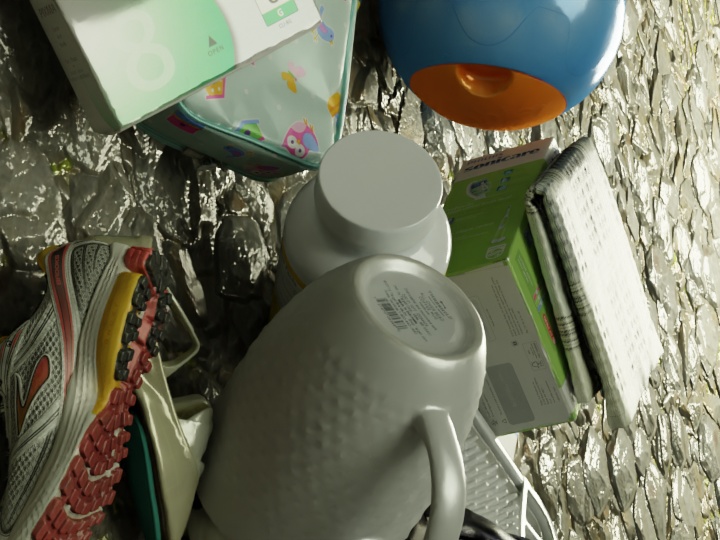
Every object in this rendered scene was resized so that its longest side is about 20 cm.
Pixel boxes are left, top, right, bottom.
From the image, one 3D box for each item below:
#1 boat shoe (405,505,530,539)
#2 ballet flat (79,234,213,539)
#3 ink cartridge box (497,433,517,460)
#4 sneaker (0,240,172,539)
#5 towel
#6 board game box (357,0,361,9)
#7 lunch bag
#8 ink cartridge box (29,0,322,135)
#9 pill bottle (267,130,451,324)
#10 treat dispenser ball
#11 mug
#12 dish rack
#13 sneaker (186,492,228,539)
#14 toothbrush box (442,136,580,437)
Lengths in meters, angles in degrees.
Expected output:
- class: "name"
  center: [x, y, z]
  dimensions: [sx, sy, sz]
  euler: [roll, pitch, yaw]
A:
- class: "boat shoe"
  center: [0.048, 0.248, 1.272]
  dimensions: [0.075, 0.092, 0.201]
  euler: [-97, -153, -73]
- class: "ballet flat"
  center: [-0.122, 0.072, 1.179]
  dimensions: [0.069, 0.069, 0.201]
  euler: [-36, 114, -59]
- class: "ink cartridge box"
  center: [0.061, 0.154, 1.508]
  dimensions: [0.116, 0.067, 0.201]
  euler: [51, 41, -41]
- class: "sneaker"
  center: [-0.172, 0.078, 1.104]
  dimensions: [0.078, 0.082, 0.201]
  euler: [62, 43, -69]
- class: "towel"
  center: [0.179, 0.009, 1.505]
  dimensions: [0.201, 0.034, 0.193]
  euler: [70, 21, -9]
- class: "board game box"
  center: [-0.053, -0.289, 1.437]
  dimensions: [0.200, 0.056, 0.166]
  euler: [59, 36, -35]
- class: "lunch bag"
  center: [-0.075, -0.160, 1.296]
  dimensions: [0.160, 0.077, 0.201]
  euler: [23, 68, -42]
- class: "ink cartridge box"
  center: [-0.131, -0.204, 1.172]
  dimensions: [0.161, 0.050, 0.201]
  euler: [-32, 105, -28]
- class: "pill bottle"
  center: [0.000, 0.000, 1.303]
  dimensions: [0.200, 0.111, 0.112]
  euler: [103, 0, -54]
- class: "treat dispenser ball"
  center: [0.114, -0.214, 1.571]
  dimensions: [0.201, 0.200, 0.202]
  euler: [26, 60, -57]
- class: "mug"
  center: [0.005, 0.100, 1.180]
  dimensions: [0.147, 0.176, 0.201]
  euler: [5, 43, -34]
- class: "dish rack"
  center: [0.078, 0.168, 1.386]
  dimensions: [0.200, 0.043, 0.172]
  euler: [56, 19, -22]
- class: "sneaker"
  center: [-0.053, 0.160, 1.313]
  dimensions: [0.200, 0.080, 0.084]
  euler: [-27, 123, -52]
- class: "toothbrush box"
  center: [0.121, 0.011, 1.505]
  dimensions: [0.146, 0.086, 0.200]
  euler: [65, 27, -23]
